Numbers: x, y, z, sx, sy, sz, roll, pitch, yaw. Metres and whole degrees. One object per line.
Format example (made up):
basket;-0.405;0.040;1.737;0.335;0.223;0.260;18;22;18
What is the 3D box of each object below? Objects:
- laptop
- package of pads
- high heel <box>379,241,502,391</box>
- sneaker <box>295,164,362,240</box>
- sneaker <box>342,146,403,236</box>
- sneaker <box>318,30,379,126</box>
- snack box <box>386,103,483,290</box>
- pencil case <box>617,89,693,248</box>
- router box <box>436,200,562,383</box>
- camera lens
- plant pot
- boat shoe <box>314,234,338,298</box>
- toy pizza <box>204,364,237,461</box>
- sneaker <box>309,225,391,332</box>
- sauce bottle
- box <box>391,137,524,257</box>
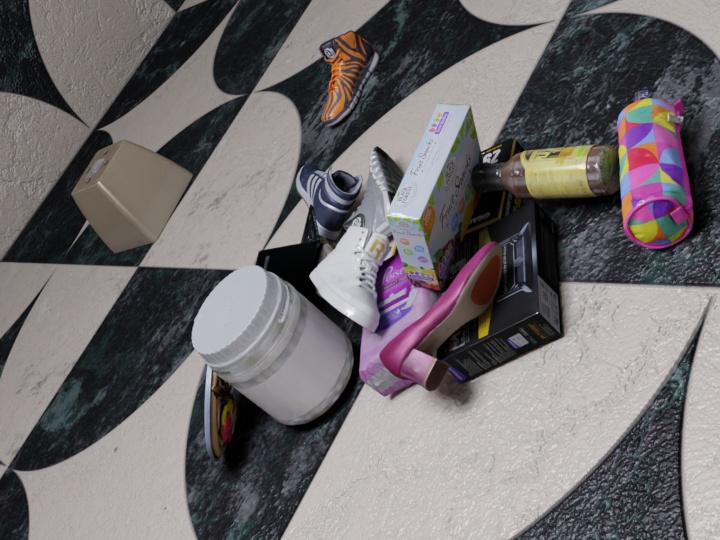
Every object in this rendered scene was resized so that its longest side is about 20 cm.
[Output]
laptop;-0.130;0.010;1.616;0.201;0.102;0.179;-105;28;-60
package of pads;0.064;0.061;1.414;0.120;0.076;0.202;-28;36;28
high heel;0.096;0.043;1.279;0.096;0.067;0.201;27;81;43
sneaker;-0.053;-0.149;1.787;0.109;0.069;0.201;-62;28;30
sneaker;0.012;-0.112;1.687;0.115;0.075;0.201;-39;32;22
sneaker;-0.048;-0.384;2.042;0.077;0.112;0.202;-8;48;49
snack box;0.104;-0.098;1.366;0.052;0.143;0.202;8;55;26
pencil case;0.348;-0.121;1.238;0.088;0.088;0.202;-26;38;34
router box;0.174;0.026;1.328;0.156;0.052;0.202;-30;35;32
camera lens;-0.118;0.109;1.470;0.159;0.200;0.161;-30;37;25
plant pot;-0.541;-0.184;2.409;0.199;0.177;0.202;-10;47;47
boat shoe;-0.033;-0.007;1.609;0.200;0.072;0.076;-118;39;-66
toy pizza;-0.202;0.183;1.561;0.031;0.202;0.202;2;42;1
sneaker;0.000;0.000;1.419;0.116;0.073;0.200;-52;28;5
sauce bottle;0.233;-0.123;1.336;0.198;0.065;0.065;0;54;40
box;0.144;-0.089;1.509;0.199;0.049;0.161;-21;38;40
